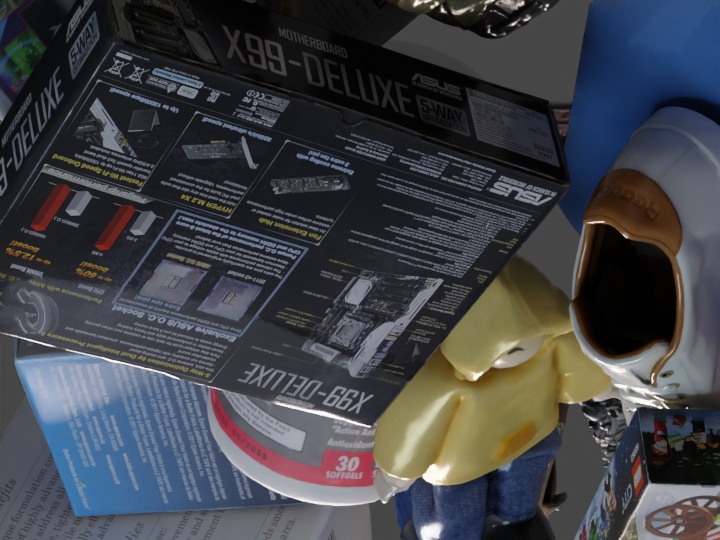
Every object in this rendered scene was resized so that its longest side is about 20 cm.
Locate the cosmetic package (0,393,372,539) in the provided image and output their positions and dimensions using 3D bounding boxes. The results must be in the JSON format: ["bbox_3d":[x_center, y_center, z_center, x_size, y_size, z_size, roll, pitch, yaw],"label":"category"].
[{"bbox_3d":[-0.113,0.179,1.410,0.199,0.168,0.167,17,146,17],"label":"cosmetic package"}]

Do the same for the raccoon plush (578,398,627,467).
[{"bbox_3d":[0.156,0.053,1.127,0.199,0.097,0.134,30,139,-3],"label":"raccoon plush"}]

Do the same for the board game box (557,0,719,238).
[{"bbox_3d":[0.165,-0.050,1.024,0.157,0.039,0.200,23,142,15],"label":"board game box"}]

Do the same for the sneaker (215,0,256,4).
[{"bbox_3d":[-0.088,-0.169,0.892,0.084,0.075,0.200,-22,133,27],"label":"sneaker"}]

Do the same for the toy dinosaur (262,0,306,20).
[{"bbox_3d":[-0.019,-0.150,0.951,0.088,0.047,0.201,6,121,19],"label":"toy dinosaur"}]

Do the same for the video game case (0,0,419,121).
[{"bbox_3d":[-0.083,-0.131,0.982,0.200,0.182,0.023,52,178,-33],"label":"video game case"}]

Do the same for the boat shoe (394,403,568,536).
[{"bbox_3d":[0.067,0.112,1.259,0.200,0.072,0.072,105,145,-61],"label":"boat shoe"}]

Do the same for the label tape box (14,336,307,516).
[{"bbox_3d":[-0.066,0.059,1.295,0.199,0.066,0.144,-5,140,5],"label":"label tape box"}]

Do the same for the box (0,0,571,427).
[{"bbox_3d":[-0.043,-0.023,0.965,0.199,0.050,0.158,15,132,-27],"label":"box"}]

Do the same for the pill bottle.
[{"bbox_3d":[0.000,0.000,1.116,0.110,0.111,0.201,22,129,8],"label":"pill bottle"}]

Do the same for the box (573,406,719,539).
[{"bbox_3d":[0.164,0.127,1.089,0.136,0.038,0.200,2,146,-9],"label":"box"}]

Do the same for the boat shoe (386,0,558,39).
[{"bbox_3d":[0.085,-0.145,0.929,0.065,0.074,0.200,25,152,-25],"label":"boat shoe"}]

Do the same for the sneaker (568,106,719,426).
[{"bbox_3d":[0.118,0.032,1.035,0.073,0.085,0.201,20,138,34],"label":"sneaker"}]

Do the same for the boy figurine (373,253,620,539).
[{"bbox_3d":[0.064,0.061,1.092,0.065,0.124,0.200,57,155,35],"label":"boy figurine"}]
